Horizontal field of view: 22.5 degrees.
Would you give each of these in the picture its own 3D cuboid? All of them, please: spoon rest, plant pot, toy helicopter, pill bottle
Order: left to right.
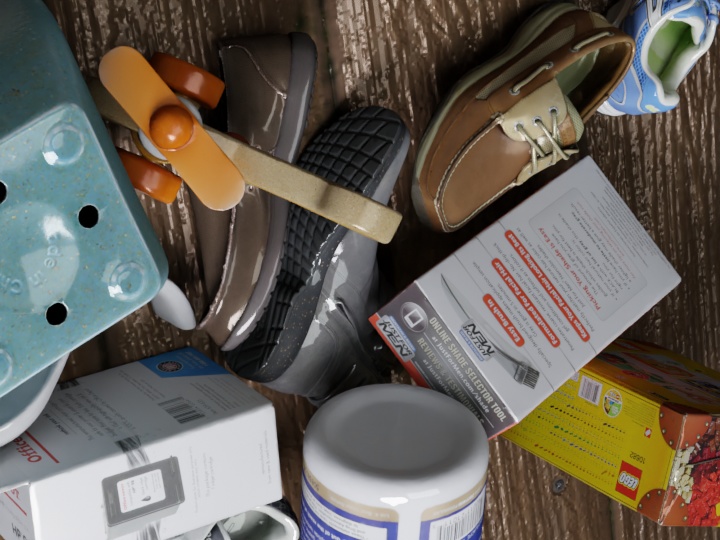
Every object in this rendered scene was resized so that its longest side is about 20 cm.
[{"bbox_3d":[-0.209,-0.033,0.952,0.195,0.200,0.197,-34,121,-20],"label":"plant pot"},{"bbox_3d":[-0.188,0.046,1.064,0.200,0.099,0.061,-30,130,-34],"label":"spoon rest"},{"bbox_3d":[-0.070,-0.065,1.001,0.079,0.199,0.132,-65,162,-2],"label":"toy helicopter"},{"bbox_3d":[0.018,0.182,1.147,0.115,0.116,0.201,-15,126,-28],"label":"pill bottle"}]

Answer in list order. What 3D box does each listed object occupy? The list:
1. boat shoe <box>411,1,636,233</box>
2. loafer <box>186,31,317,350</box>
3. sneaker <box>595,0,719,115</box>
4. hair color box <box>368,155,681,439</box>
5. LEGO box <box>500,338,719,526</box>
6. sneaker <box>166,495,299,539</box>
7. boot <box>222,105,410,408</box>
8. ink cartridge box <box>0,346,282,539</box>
[{"bbox_3d":[0.110,-0.103,1.188,0.200,0.074,0.076,-51,139,-25],"label":"boat shoe"},{"bbox_3d":[-0.078,-0.052,1.115,0.071,0.073,0.201,11,86,-10],"label":"loafer"},{"bbox_3d":[0.226,-0.195,1.258,0.076,0.077,0.201,22,91,-34],"label":"sneaker"},{"bbox_3d":[0.112,0.018,1.199,0.200,0.064,0.111,-34,87,-41],"label":"hair color box"},{"bbox_3d":[0.206,0.109,1.267,0.148,0.200,0.078,7,101,-33],"label":"LEGO box"},{"bbox_3d":[-0.136,0.181,1.142,0.199,0.080,0.077,-24,119,-22],"label":"sneaker"},{"bbox_3d":[0.000,0.000,1.191,0.131,0.070,0.201,27,94,-44],"label":"boot"},{"bbox_3d":[-0.162,0.117,1.083,0.199,0.116,0.067,-16,114,-28],"label":"ink cartridge box"}]
